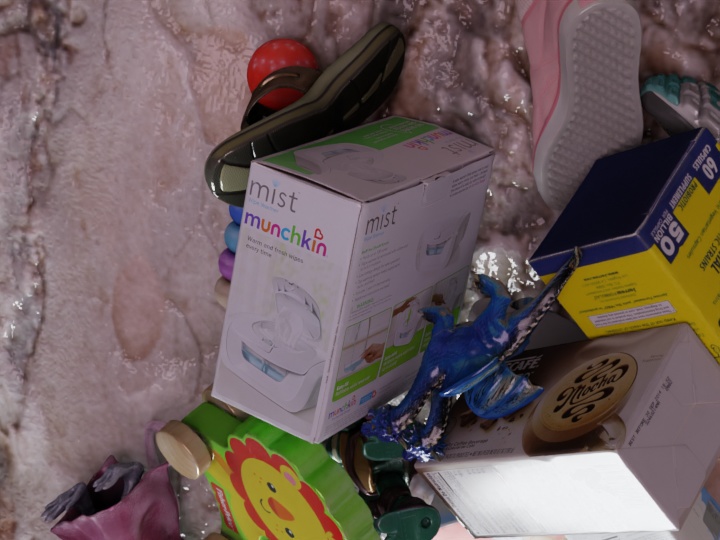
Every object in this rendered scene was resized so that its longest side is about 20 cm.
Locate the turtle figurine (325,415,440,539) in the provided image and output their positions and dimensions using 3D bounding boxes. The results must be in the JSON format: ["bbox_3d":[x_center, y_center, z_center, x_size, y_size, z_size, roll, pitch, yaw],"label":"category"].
[{"bbox_3d":[-0.003,0.146,1.311,0.100,0.200,0.151,-32,101,-17],"label":"turtle figurine"}]

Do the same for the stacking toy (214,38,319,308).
[{"bbox_3d":[-0.064,-0.071,1.292,0.084,0.085,0.202,5,105,11],"label":"stacking toy"}]

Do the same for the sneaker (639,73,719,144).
[{"bbox_3d":[0.263,-0.053,1.225,0.200,0.078,0.091,42,117,-1],"label":"sneaker"}]

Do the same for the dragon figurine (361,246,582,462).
[{"bbox_3d":[0.085,0.062,1.166,0.199,0.100,0.059,-27,137,36],"label":"dragon figurine"}]

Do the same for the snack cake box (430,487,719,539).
[{"bbox_3d":[0.156,0.190,1.291,0.199,0.067,0.115,-24,114,39],"label":"snack cake box"}]

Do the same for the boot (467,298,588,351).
[{"bbox_3d":[0.160,0.101,1.300,0.199,0.074,0.096,26,120,9],"label":"boot"}]

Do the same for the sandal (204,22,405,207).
[{"bbox_3d":[-0.044,-0.113,1.224,0.057,0.201,0.080,33,142,19],"label":"sandal"}]

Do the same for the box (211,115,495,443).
[{"bbox_3d":[0.000,0.000,1.223,0.096,0.200,0.178,20,113,25],"label":"box"}]

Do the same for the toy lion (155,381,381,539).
[{"bbox_3d":[-0.055,0.180,1.281,0.191,0.069,0.201,26,143,39],"label":"toy lion"}]

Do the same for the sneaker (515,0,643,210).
[{"bbox_3d":[0.151,-0.143,1.226,0.075,0.105,0.201,-10,138,-9],"label":"sneaker"}]

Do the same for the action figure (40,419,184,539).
[{"bbox_3d":[-0.160,0.239,1.422,0.200,0.134,0.149,47,71,-17],"label":"action figure"}]

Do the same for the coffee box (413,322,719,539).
[{"bbox_3d":[0.145,0.113,1.178,0.080,0.113,0.199,49,147,-20],"label":"coffee box"}]

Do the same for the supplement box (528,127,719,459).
[{"bbox_3d":[0.230,0.020,1.188,0.200,0.109,0.109,49,147,-19],"label":"supplement box"}]
